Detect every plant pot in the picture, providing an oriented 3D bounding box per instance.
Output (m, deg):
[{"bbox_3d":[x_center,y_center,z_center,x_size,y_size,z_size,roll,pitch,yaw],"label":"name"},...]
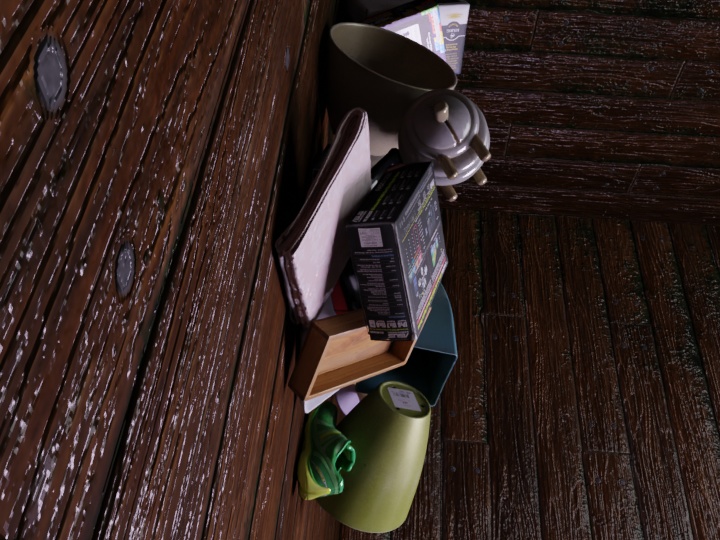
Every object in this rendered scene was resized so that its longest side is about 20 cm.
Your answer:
[{"bbox_3d":[0.079,0.101,1.273,0.201,0.141,0.142,-84,-173,-47],"label":"plant pot"},{"bbox_3d":[0.032,0.286,1.209,0.187,0.186,0.201,-82,-166,-66],"label":"plant pot"}]

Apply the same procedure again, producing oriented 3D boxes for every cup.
[{"bbox_3d":[0.025,-0.260,1.109,0.201,0.199,0.144,-84,-165,-54],"label":"cup"}]

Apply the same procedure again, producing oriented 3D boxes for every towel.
[{"bbox_3d":[-0.036,-0.052,0.831,0.200,0.032,0.192,88,26,-63],"label":"towel"}]

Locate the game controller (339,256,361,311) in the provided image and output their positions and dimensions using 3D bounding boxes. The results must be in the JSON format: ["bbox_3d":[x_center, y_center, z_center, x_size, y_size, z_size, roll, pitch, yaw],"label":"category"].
[{"bbox_3d":[0.024,0.025,1.011,0.104,0.042,0.201,-40,133,-24],"label":"game controller"}]

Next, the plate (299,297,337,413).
[{"bbox_3d":[-0.034,0.074,1.053,0.199,0.032,0.201,-26,123,-57],"label":"plate"}]

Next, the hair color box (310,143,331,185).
[{"bbox_3d":[-0.035,-0.117,1.077,0.200,0.060,0.101,-79,176,-71],"label":"hair color box"}]

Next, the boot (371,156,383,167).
[{"bbox_3d":[0.012,-0.208,1.235,0.155,0.199,0.072,-61,174,11],"label":"boot"}]

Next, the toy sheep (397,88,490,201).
[{"bbox_3d":[0.114,-0.176,0.996,0.200,0.137,0.139,81,13,-75],"label":"toy sheep"}]

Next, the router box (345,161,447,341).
[{"bbox_3d":[0.051,-0.029,0.905,0.200,0.062,0.151,-57,140,-57],"label":"router box"}]

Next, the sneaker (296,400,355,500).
[{"bbox_3d":[-0.049,0.277,1.130,0.200,0.083,0.074,-84,177,-63],"label":"sneaker"}]

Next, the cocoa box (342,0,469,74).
[{"bbox_3d":[0.078,-0.435,1.353,0.134,0.199,0.132,-122,-152,-50],"label":"cocoa box"}]

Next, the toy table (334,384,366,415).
[{"bbox_3d":[0.010,0.257,1.746,0.117,0.183,0.201,164,-82,-75],"label":"toy table"}]

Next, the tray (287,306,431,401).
[{"bbox_3d":[0.002,0.094,0.940,0.199,0.037,0.099,-12,132,-49],"label":"tray"}]

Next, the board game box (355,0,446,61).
[{"bbox_3d":[0.067,-0.350,1.286,0.057,0.165,0.201,-118,-171,-49],"label":"board game box"}]

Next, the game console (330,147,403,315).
[{"bbox_3d":[0.013,-0.048,1.021,0.200,0.031,0.178,-49,137,-37],"label":"game console"}]
